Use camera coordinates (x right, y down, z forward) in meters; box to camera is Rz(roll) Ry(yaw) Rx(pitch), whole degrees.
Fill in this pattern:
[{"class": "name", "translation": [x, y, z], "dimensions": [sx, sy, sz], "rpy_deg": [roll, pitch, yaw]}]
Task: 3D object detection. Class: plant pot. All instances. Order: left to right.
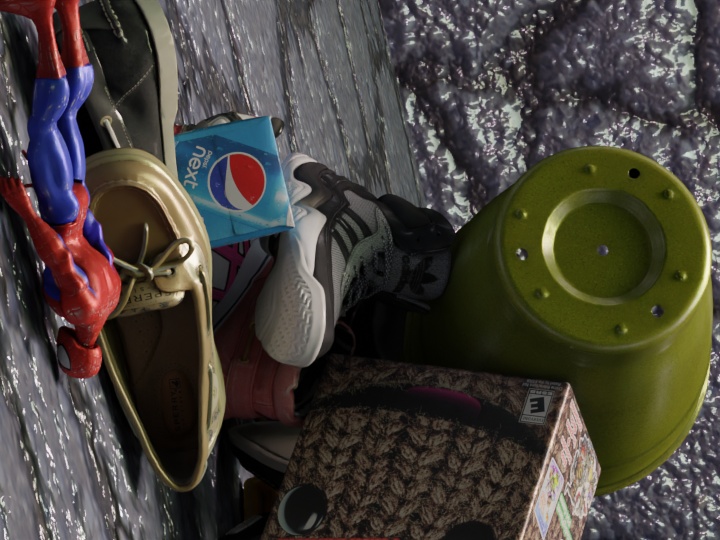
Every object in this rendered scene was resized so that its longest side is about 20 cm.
[{"class": "plant pot", "translation": [0.133, 0.017, 1.654], "dimensions": [0.193, 0.199, 0.201], "rpy_deg": [101, -20, -69]}]

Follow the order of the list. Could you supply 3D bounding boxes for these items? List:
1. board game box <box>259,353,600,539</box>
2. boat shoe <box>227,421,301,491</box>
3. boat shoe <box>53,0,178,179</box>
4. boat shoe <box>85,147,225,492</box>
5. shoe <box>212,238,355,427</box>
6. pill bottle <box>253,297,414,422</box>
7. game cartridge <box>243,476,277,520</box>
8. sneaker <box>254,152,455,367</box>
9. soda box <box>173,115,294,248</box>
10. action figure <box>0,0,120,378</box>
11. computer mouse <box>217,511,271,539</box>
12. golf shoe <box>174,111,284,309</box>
[{"class": "board game box", "translation": [0.034, 0.164, 1.584], "dimensions": [0.097, 0.159, 0.201], "rpy_deg": [66, 37, -50]}, {"class": "boat shoe", "translation": [-0.012, 0.148, 1.775], "dimensions": [0.074, 0.199, 0.061], "rpy_deg": [-18, 117, -46]}, {"class": "boat shoe", "translation": [-0.138, -0.059, 1.501], "dimensions": [0.072, 0.067, 0.201], "rpy_deg": [44, -36, 49]}, {"class": "boat shoe", "translation": [-0.111, 0.027, 1.482], "dimensions": [0.063, 0.073, 0.201], "rpy_deg": [-96, 172, -58]}, {"class": "shoe", "translation": [-0.037, 0.032, 1.699], "dimensions": [0.200, 0.091, 0.072], "rpy_deg": [-52, 141, -48]}, {"class": "pill bottle", "translation": [0.002, 0.056, 1.838], "dimensions": [0.200, 0.111, 0.112], "rpy_deg": [-22, -102, 62]}, {"class": "game cartridge", "translation": [-0.039, 0.266, 1.830], "dimensions": [0.177, 0.032, 0.201], "rpy_deg": [-94, 168, -51]}, {"class": "sneaker", "translation": [0.000, 0.000, 1.615], "dimensions": [0.200, 0.113, 0.076], "rpy_deg": [-93, -159, -61]}, {"class": "soda box", "translation": [-0.090, -0.050, 1.612], "dimensions": [0.200, 0.064, 0.068], "rpy_deg": [-176, -107, -79]}, {"class": "action figure", "translation": [-0.153, -0.042, 1.368], "dimensions": [0.065, 0.051, 0.201], "rpy_deg": [-54, 136, -74]}, {"class": "computer mouse", "translation": [-0.058, 0.210, 1.649], "dimensions": [0.200, 0.046, 0.141], "rpy_deg": [-34, 125, -65]}, {"class": "golf shoe", "translation": [-0.072, -0.005, 1.790], "dimensions": [0.073, 0.092, 0.201], "rpy_deg": [-79, 157, -80]}]
